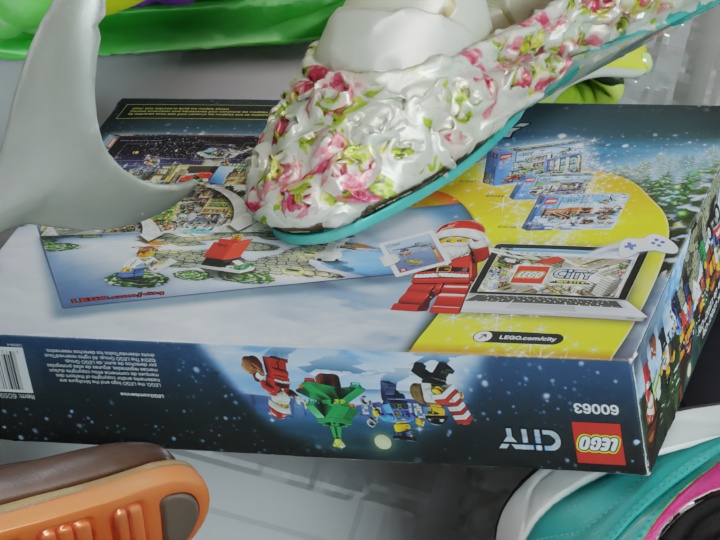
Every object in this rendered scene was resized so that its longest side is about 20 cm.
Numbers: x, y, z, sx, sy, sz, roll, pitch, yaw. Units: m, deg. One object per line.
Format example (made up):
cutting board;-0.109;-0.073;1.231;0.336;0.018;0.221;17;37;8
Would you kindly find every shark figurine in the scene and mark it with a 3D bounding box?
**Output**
shark figurine;-0.147;-0.024;0.803;0.128;0.214;0.090;-32;101;-29

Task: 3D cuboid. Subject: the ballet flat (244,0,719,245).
ballet flat;0.036;-0.078;0.859;0.076;0.064;0.200;12;36;44

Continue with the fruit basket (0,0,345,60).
fruit basket;-0.066;-0.142;0.884;0.155;0.216;0.216;-5;58;-7

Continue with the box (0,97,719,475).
box;0.000;0.000;0.838;0.200;0.038;0.137;2;31;21

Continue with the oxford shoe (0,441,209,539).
oxford shoe;-0.141;0.069;0.787;0.200;0.071;0.073;-13;56;-13

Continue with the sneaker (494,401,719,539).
sneaker;0.142;0.068;0.761;0.200;0.084;0.121;-24;35;-1

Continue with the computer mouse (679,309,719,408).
computer mouse;0.123;0.056;0.871;0.138;0.053;0.200;-6;58;-11

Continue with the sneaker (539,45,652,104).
sneaker;0.063;-0.091;0.961;0.076;0.075;0.200;40;63;-4
